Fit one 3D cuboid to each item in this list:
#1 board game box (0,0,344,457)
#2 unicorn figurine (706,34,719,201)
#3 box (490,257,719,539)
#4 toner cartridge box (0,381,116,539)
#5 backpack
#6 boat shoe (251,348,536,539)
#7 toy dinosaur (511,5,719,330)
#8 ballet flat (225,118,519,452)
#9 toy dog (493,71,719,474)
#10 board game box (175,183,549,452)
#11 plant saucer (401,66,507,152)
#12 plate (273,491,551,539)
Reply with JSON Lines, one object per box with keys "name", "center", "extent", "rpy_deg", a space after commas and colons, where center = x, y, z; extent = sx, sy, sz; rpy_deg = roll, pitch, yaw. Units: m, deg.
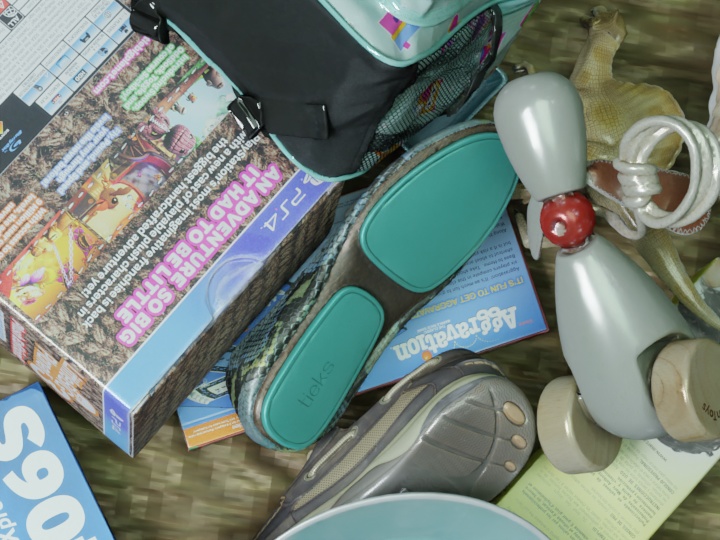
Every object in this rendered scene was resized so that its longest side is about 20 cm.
{"name": "board game box", "center": [-0.135, -0.039, 1.155], "extent": [0.200, 0.097, 0.160], "rpy_deg": [40, 74, 6]}
{"name": "unicorn figurine", "center": [0.208, -0.119, 1.212], "extent": [0.073, 0.200, 0.138], "rpy_deg": [-2, 113, 5]}
{"name": "box", "center": [0.141, 0.091, 1.211], "extent": [0.075, 0.050, 0.200], "rpy_deg": [42, 81, 1]}
{"name": "toner cartridge box", "center": [-0.159, 0.166, 1.171], "extent": [0.094, 0.043, 0.201], "rpy_deg": [-26, 86, -8]}
{"name": "backpack", "center": [0.004, -0.161, 1.136], "extent": [0.176, 0.200, 0.154], "rpy_deg": [42, 122, 14]}
{"name": "boat shoe", "center": [0.004, 0.118, 1.183], "extent": [0.200, 0.073, 0.075], "rpy_deg": [-40, 118, 9]}
{"name": "toy dinosaur", "center": [0.123, -0.052, 1.205], "extent": [0.100, 0.058, 0.201], "rpy_deg": [-19, 67, 10]}
{"name": "ballet flat", "center": [0.000, 0.000, 1.178], "extent": [0.074, 0.074, 0.200], "rpy_deg": [41, 81, 0]}
{"name": "toy dog", "center": [0.130, 0.000, 1.145], "extent": [0.131, 0.096, 0.202], "rpy_deg": [10, 111, 30]}
{"name": "board game box", "center": [-0.011, 0.014, 1.219], "extent": [0.198, 0.019, 0.104], "rpy_deg": [-17, 83, -8]}
{"name": "plant saucer", "center": [-0.016, -0.145, 1.239], "extent": [0.200, 0.019, 0.070], "rpy_deg": [44, 76, 0]}
{"name": "plate", "center": [0.019, 0.192, 1.162], "extent": [0.198, 0.026, 0.202], "rpy_deg": [-3, 115, -6]}
